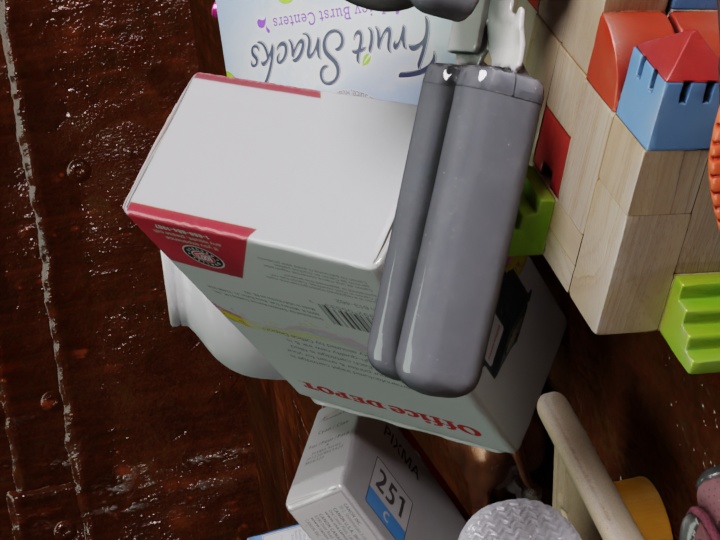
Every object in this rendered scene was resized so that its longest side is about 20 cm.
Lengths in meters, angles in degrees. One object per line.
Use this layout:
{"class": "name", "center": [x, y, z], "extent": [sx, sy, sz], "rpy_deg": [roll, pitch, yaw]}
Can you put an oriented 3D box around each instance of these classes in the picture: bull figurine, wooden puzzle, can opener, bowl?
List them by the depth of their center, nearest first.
{"class": "can opener", "center": [0.026, -0.059, 0.552], "extent": [0.053, 0.066, 0.202], "rpy_deg": [18, 97, 66]}
{"class": "wooden puzzle", "center": [0.133, 0.181, 0.723], "extent": [0.186, 0.046, 0.202], "rpy_deg": [-112, 11, -54]}
{"class": "bull figurine", "center": [0.063, 0.066, 0.949], "extent": [0.201, 0.064, 0.122], "rpy_deg": [-107, 8, -48]}
{"class": "bowl", "center": [-0.080, -0.019, 0.971], "extent": [0.201, 0.089, 0.203], "rpy_deg": [172, 90, -84]}

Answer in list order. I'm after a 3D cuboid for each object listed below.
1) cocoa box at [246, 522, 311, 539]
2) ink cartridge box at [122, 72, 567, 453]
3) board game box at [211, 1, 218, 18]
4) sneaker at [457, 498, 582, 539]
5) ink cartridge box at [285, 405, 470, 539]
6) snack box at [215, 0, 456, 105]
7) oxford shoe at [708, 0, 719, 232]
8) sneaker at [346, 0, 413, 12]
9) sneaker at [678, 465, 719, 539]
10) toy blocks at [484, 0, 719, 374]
{"class": "cocoa box", "center": [0.011, 0.257, 1.115], "extent": [0.200, 0.130, 0.135], "rpy_deg": [68, -173, -64]}
{"class": "ink cartridge box", "center": [0.000, 0.000, 0.774], "extent": [0.083, 0.145, 0.200], "rpy_deg": [-65, -33, -20]}
{"class": "board game box", "center": [-0.040, -0.256, 0.960], "extent": [0.200, 0.026, 0.202], "rpy_deg": [-76, 4, -72]}
{"class": "sneaker", "center": [0.083, 0.211, 0.704], "extent": [0.114, 0.075, 0.202], "rpy_deg": [94, 167, -70]}
{"class": "ink cartridge box", "center": [0.040, 0.156, 0.981], "extent": [0.201, 0.044, 0.177], "rpy_deg": [55, -154, -22]}
{"class": "snack box", "center": [0.010, -0.135, 0.786], "extent": [0.199, 0.067, 0.171], "rpy_deg": [4, 105, 49]}
{"class": "oxford shoe", "center": [0.135, -0.067, 0.446], "extent": [0.073, 0.070, 0.202], "rpy_deg": [-54, -41, -62]}
{"class": "sneaker", "center": [0.038, -0.201, 0.590], "extent": [0.108, 0.067, 0.202], "rpy_deg": [109, -173, -61]}
{"class": "sneaker", "center": [0.139, 0.101, 0.514], "extent": [0.201, 0.075, 0.116], "rpy_deg": [91, 168, -51]}
{"class": "toy blocks", "center": [0.095, -0.078, 0.578], "extent": [0.201, 0.099, 0.138], "rpy_deg": [-115, 28, -50]}
